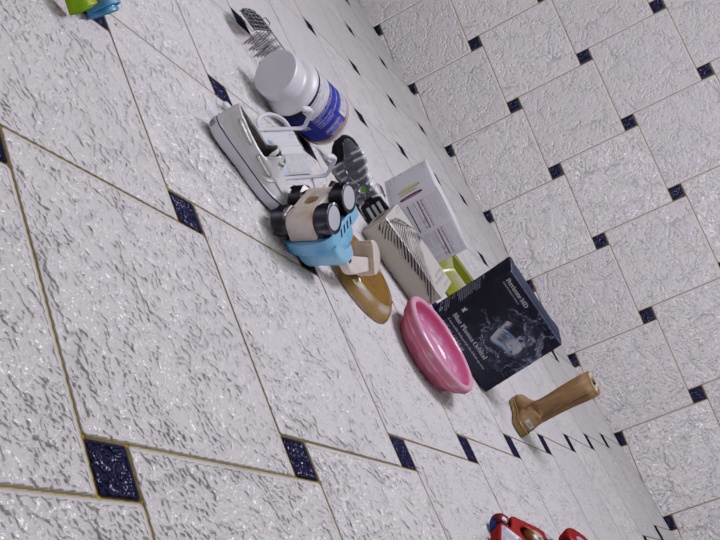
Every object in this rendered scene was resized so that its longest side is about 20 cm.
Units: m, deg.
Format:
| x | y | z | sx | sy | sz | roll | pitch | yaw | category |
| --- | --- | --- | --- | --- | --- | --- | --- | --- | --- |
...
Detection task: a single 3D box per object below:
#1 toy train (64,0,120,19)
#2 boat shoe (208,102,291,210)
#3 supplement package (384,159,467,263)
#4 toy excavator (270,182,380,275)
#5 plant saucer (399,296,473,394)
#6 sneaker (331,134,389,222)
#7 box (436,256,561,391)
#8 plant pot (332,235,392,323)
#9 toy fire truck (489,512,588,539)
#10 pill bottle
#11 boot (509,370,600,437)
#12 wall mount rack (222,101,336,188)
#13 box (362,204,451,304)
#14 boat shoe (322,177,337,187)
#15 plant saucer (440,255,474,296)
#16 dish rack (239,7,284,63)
| x | y | z | sx | sy | sz | roll | pitch | yaw | category |
| --- | --- | --- | --- | --- | --- | --- | --- | --- | --- |
| -0.363 | -0.366 | 1.144 | 0.200 | 0.084 | 0.117 | -68 | 136 | -72 | toy train |
| -0.146 | -0.166 | 1.426 | 0.201 | 0.065 | 0.072 | 53 | 17 | -19 | boat shoe |
| 0.138 | -0.123 | 2.009 | 0.157 | 0.110 | 0.200 | 60 | 8 | -21 | supplement package |
| -0.040 | -0.044 | 1.455 | 0.195 | 0.099 | 0.202 | -56 | 138 | -51 | toy excavator |
| 0.134 | 0.144 | 1.720 | 0.201 | 0.051 | 0.201 | 51 | 16 | -21 | plant saucer |
| -0.001 | -0.195 | 1.974 | 0.116 | 0.074 | 0.202 | -78 | 143 | -77 | sneaker |
| 0.294 | 0.115 | 2.005 | 0.197 | 0.199 | 0.118 | 54 | 15 | -8 | box |
| 0.000 | 0.000 | 1.635 | 0.200 | 0.027 | 0.200 | 51 | 15 | -20 | plant pot |
| 0.273 | 0.448 | 1.452 | 0.167 | 0.112 | 0.200 | 38 | 14 | 0 | toy fire truck |
| -0.111 | -0.333 | 1.796 | 0.200 | 0.115 | 0.116 | 35 | 26 | -55 | pill bottle |
| 0.439 | 0.288 | 2.106 | 0.066 | 0.199 | 0.175 | 53 | 15 | -11 | boot |
| -0.140 | -0.212 | 1.551 | 0.172 | 0.075 | 0.201 | -6 | 55 | -31 | wall mount rack |
| 0.094 | -0.026 | 1.882 | 0.201 | 0.068 | 0.082 | 53 | 32 | -10 | box |
| -0.048 | -0.115 | 1.610 | 0.063 | 0.074 | 0.201 | 34 | 13 | -2 | boat shoe |
| 0.247 | 0.033 | 2.325 | 0.200 | 0.048 | 0.200 | 53 | 16 | -16 | plant saucer |
| -0.186 | -0.448 | 1.925 | 0.201 | 0.054 | 0.153 | 54 | 13 | -5 | dish rack |
